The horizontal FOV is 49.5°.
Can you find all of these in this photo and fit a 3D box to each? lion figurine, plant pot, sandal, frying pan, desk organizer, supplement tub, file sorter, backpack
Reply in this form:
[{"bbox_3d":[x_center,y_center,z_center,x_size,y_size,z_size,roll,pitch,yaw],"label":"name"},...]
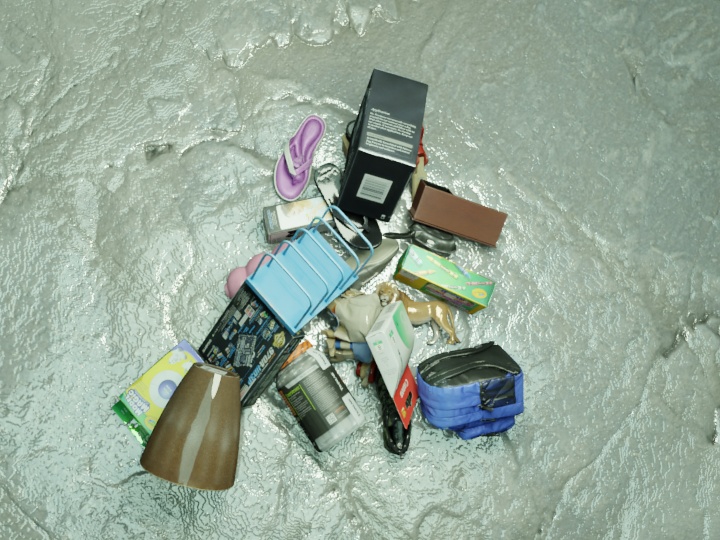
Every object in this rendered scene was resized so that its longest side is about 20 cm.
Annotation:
[{"bbox_3d":[0.122,0.091,1.653,0.196,0.072,0.125,6,81,-12],"label":"lion figurine"},{"bbox_3d":[-0.302,0.285,1.484,0.183,0.187,0.204,16,89,-3],"label":"plant pot"},{"bbox_3d":[-0.029,-0.125,1.569,0.076,0.043,0.201,-36,88,-11],"label":"sandal"},{"bbox_3d":[-0.134,-0.251,1.691,0.081,0.050,0.206,19,78,-3],"label":"sandal"},{"bbox_3d":[0.123,-0.083,1.654,0.187,0.115,0.031,17,114,-20],"label":"frying pan"},{"bbox_3d":[0.208,-0.123,1.672,0.196,0.072,0.078,18,106,-11],"label":"desk organizer"},{"bbox_3d":[-0.089,0.249,1.568,0.121,0.123,0.202,-33,85,-11],"label":"supplement tub"},{"bbox_3d":[-0.090,-0.008,1.481,0.139,0.123,0.199,47,52,4],"label":"file sorter"},{"bbox_3d":[0.216,0.253,1.583,0.196,0.163,0.172,-7,103,-11],"label":"backpack"}]

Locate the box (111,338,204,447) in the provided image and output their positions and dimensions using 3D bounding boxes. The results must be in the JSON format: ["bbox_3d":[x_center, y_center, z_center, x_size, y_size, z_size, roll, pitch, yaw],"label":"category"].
[{"bbox_3d":[-0.393,0.248,1.571,0.200,0.048,0.118,-42,87,-10],"label":"box"}]

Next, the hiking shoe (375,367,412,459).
[{"bbox_3d":[0.077,0.276,1.585,0.074,0.101,0.205,-8,89,-10],"label":"hiking shoe"}]

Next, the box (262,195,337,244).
[{"bbox_3d":[-0.105,-0.111,1.637,0.196,0.117,0.061,-12,83,-10],"label":"box"}]

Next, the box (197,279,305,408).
[{"bbox_3d":[-0.218,0.143,1.539,0.159,0.046,0.201,46,113,22],"label":"box"}]

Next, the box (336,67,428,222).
[{"bbox_3d":[0.040,-0.237,1.506,0.115,0.197,0.203,15,59,-7],"label":"box"}]

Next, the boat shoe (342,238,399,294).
[{"bbox_3d":[0.000,0.000,1.666,0.198,0.058,0.067,-33,49,-15],"label":"boat shoe"}]

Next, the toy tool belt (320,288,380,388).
[{"bbox_3d":[-0.024,0.134,1.600,0.120,0.203,0.125,10,33,17],"label":"toy tool belt"}]

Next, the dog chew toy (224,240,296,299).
[{"bbox_3d":[-0.183,0.015,1.606,0.196,0.125,0.127,-17,82,-1],"label":"dog chew toy"}]

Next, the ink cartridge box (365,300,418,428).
[{"bbox_3d":[0.084,0.182,1.541,0.049,0.161,0.203,-21,102,21],"label":"ink cartridge box"}]

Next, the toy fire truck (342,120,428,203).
[{"bbox_3d":[0.070,-0.229,1.689,0.173,0.129,0.203,-22,73,-10],"label":"toy fire truck"}]

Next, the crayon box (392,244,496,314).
[{"bbox_3d":[0.174,0.021,1.643,0.197,0.119,0.059,24,78,-2],"label":"crayon box"}]
